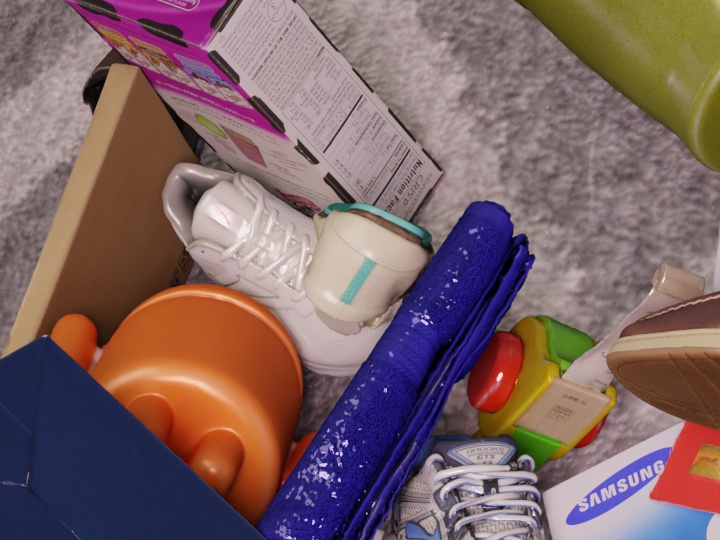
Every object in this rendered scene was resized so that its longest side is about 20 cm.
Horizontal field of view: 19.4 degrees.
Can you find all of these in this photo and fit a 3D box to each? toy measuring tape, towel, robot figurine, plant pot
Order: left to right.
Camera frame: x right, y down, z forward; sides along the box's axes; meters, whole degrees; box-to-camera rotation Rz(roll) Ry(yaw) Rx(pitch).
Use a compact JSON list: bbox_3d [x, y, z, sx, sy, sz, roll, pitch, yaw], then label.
[{"bbox_3d":[-0.092,0.076,1.119,0.143,0.118,0.200,-10,18,9],"label":"robot figurine"},{"bbox_3d":[0.013,0.073,1.016,0.049,0.148,0.201,33,70,4],"label":"towel"},{"bbox_3d":[0.106,0.037,1.026,0.200,0.073,0.074,127,148,-46],"label":"toy measuring tape"},{"bbox_3d":[0.176,-0.158,1.061,0.200,0.200,0.194,-38,57,13],"label":"plant pot"}]

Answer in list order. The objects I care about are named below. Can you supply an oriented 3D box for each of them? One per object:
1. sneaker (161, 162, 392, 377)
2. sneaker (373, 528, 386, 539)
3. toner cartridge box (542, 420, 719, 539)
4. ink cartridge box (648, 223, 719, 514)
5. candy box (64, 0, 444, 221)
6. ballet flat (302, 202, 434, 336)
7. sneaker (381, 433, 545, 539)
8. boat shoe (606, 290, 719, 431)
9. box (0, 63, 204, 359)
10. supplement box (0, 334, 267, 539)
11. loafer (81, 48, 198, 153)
[{"bbox_3d":[-0.051,-0.006,1.191,0.199,0.099,0.078,26,80,45],"label":"sneaker"},{"bbox_3d":[-0.065,0.193,1.097,0.199,0.070,0.081,-20,55,28],"label":"sneaker"},{"bbox_3d":[0.182,0.102,0.933,0.199,0.043,0.095,-30,40,17],"label":"toner cartridge box"},{"bbox_3d":[0.218,0.017,0.907,0.160,0.050,0.201,9,60,45],"label":"ink cartridge box"},{"bbox_3d":[-0.058,-0.104,1.187,0.136,0.200,0.061,24,74,44],"label":"candy box"},{"bbox_3d":[0.000,0.000,1.067,0.069,0.200,0.070,0,90,4],"label":"ballet flat"},{"bbox_3d":[0.050,0.119,0.970,0.200,0.076,0.086,-153,71,-75],"label":"sneaker"},{"bbox_3d":[0.195,0.020,0.868,0.199,0.072,0.072,-10,48,43],"label":"boat shoe"},{"bbox_3d":[-0.144,0.005,1.220,0.021,0.164,0.201,12,69,19],"label":"box"},{"bbox_3d":[-0.141,0.183,0.973,0.134,0.201,0.200,-30,58,-36],"label":"supplement box"},{"bbox_3d":[-0.138,-0.120,1.356,0.073,0.071,0.202,-15,55,31],"label":"loafer"}]
